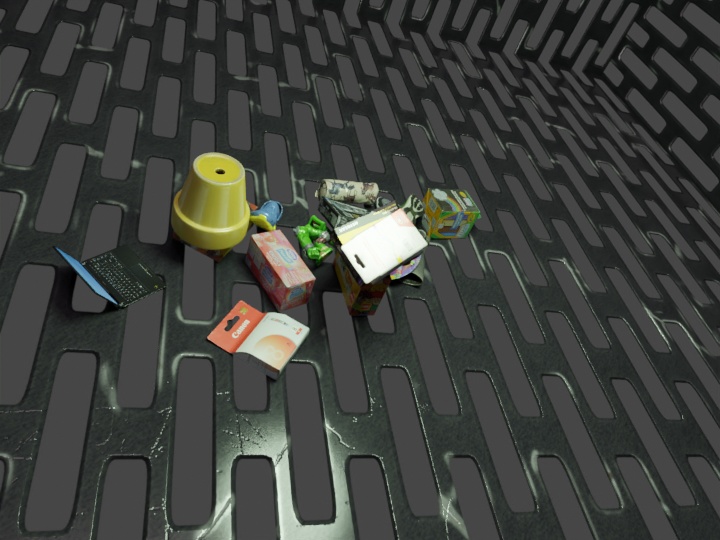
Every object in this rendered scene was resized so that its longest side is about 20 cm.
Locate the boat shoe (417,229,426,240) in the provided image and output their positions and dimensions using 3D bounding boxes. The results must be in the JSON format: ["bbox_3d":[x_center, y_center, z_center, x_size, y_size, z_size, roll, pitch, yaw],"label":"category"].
[{"bbox_3d":[0.118,-0.074,1.748,0.200,0.063,0.074,-23,68,-27],"label":"boat shoe"}]

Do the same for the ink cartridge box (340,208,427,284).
[{"bbox_3d":[0.050,-0.050,1.471,0.199,0.068,0.117,-32,81,-25],"label":"ink cartridge box"}]

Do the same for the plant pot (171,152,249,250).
[{"bbox_3d":[-0.376,-0.187,1.542,0.199,0.190,0.202,13,43,-12],"label":"plant pot"}]

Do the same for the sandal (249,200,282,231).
[{"bbox_3d":[-0.262,-0.159,1.685,0.079,0.088,0.200,28,2,-7],"label":"sandal"}]

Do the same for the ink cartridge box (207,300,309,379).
[{"bbox_3d":[-0.246,0.154,1.470,0.199,0.050,0.162,31,41,4],"label":"ink cartridge box"}]

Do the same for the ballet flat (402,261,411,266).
[{"bbox_3d":[0.049,-0.073,1.594,0.199,0.047,0.068,27,42,2],"label":"ballet flat"}]

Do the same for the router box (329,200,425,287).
[{"bbox_3d":[0.044,-0.071,1.543,0.199,0.052,0.158,-28,79,-23],"label":"router box"}]

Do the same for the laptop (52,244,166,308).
[{"bbox_3d":[-0.595,-0.007,1.435,0.177,0.104,0.199,41,44,18],"label":"laptop"}]

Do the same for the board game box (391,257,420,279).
[{"bbox_3d":[0.080,-0.061,1.795,0.157,0.039,0.200,-29,51,-14],"label":"board game box"}]

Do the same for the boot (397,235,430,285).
[{"bbox_3d":[0.127,-0.054,1.857,0.180,0.073,0.201,19,50,5],"label":"boot"}]

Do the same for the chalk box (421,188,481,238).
[{"bbox_3d":[0.313,-0.192,2.036,0.198,0.124,0.125,0,45,-26],"label":"chalk box"}]

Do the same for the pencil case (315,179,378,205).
[{"bbox_3d":[-0.045,-0.255,1.971,0.198,0.089,0.079,0,74,-24],"label":"pencil case"}]

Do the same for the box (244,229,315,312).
[{"bbox_3d":[-0.218,-0.003,1.607,0.094,0.103,0.200,-16,54,-36],"label":"box"}]

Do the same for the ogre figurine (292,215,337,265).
[{"bbox_3d":[-0.117,-0.091,1.749,0.120,0.098,0.199,45,49,15],"label":"ogre figurine"}]

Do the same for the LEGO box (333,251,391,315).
[{"bbox_3d":[0.000,0.000,1.658,0.076,0.150,0.201,1,46,-24],"label":"LEGO box"}]

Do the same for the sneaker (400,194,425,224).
[{"bbox_3d":[0.132,-0.171,1.834,0.077,0.088,0.200,60,33,-10],"label":"sneaker"}]

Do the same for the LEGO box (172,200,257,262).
[{"bbox_3d":[-0.404,-0.135,1.677,0.148,0.077,0.200,27,41,4],"label":"LEGO box"}]

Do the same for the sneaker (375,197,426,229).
[{"bbox_3d":[0.139,-0.203,1.972,0.075,0.114,0.200,-25,60,-41],"label":"sneaker"}]

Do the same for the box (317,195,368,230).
[{"bbox_3d":[-0.031,-0.158,1.826,0.156,0.050,0.200,13,18,-23],"label":"box"}]
